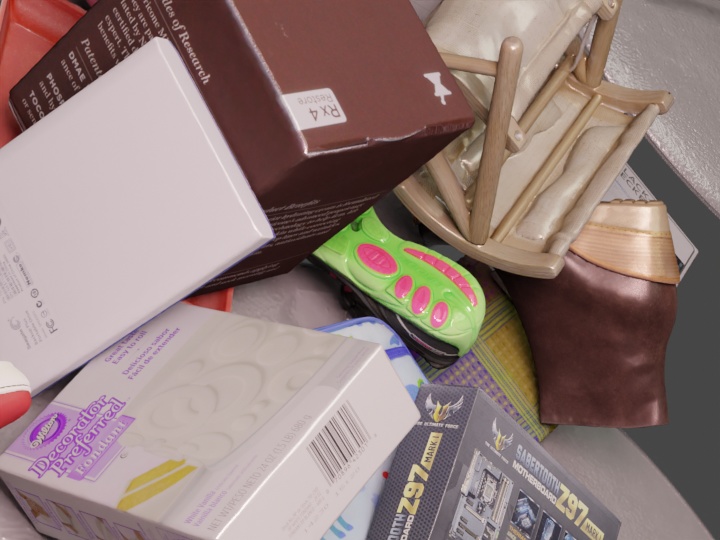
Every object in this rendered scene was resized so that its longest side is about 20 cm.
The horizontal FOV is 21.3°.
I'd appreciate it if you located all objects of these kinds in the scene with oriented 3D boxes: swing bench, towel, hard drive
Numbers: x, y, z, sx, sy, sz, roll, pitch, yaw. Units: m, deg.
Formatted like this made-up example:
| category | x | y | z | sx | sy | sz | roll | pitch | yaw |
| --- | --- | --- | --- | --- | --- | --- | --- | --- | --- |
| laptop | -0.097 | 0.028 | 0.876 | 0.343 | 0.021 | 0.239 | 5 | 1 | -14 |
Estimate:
| category | x | y | z | sx | sy | sz | roll | pitch | yaw |
| --- | --- | --- | --- | --- | --- | --- | --- | --- | --- |
| swing bench | 0.110 | -0.137 | 1.313 | 0.199 | 0.130 | 0.200 | -52 | 143 | -36 |
| towel | 0.080 | 0.077 | 1.400 | 0.144 | 0.023 | 0.200 | 53 | 39 | 0 |
| hard drive | -0.160 | -0.024 | 1.099 | 0.132 | 0.200 | 0.025 | 61 | 19 | 12 |

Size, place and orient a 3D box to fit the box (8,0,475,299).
| category | x | y | z | sx | sy | sz | roll | pitch | yaw |
| --- | --- | --- | --- | --- | --- | --- | --- | --- | --- |
| box | -0.076 | -0.100 | 1.183 | 0.166 | 0.200 | 0.164 | -14 | 71 | -50 |

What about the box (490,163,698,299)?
| category | x | y | z | sx | sy | sz | roll | pitch | yaw |
| --- | --- | --- | --- | --- | --- | --- | --- | --- | --- |
| box | 0.190 | -0.007 | 1.524 | 0.117 | 0.060 | 0.200 | 51 | 32 | -2 |

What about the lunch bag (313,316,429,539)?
| category | x | y | z | sx | sy | sz | roll | pitch | yaw |
| --- | --- | --- | --- | --- | --- | --- | --- | --- | --- |
| lunch bag | -0.026 | 0.116 | 1.219 | 0.200 | 0.082 | 0.161 | -10 | 66 | -49 |

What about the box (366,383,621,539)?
| category | x | y | z | sx | sy | sz | roll | pitch | yaw |
| --- | --- | --- | --- | --- | --- | --- | --- | --- | --- |
| box | 0.082 | 0.185 | 1.209 | 0.200 | 0.051 | 0.158 | 43 | 59 | -43 |

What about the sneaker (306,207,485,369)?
| category | x | y | z | sx | sy | sz | roll | pitch | yaw |
| --- | --- | --- | --- | --- | --- | --- | --- | --- | --- |
| sneaker | 0.000 | 0.000 | 1.327 | 0.077 | 0.084 | 0.200 | -30 | 57 | -29 |

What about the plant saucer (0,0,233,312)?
| category | x | y | z | sx | sy | sz | roll | pitch | yaw |
| --- | --- | --- | --- | --- | --- | --- | --- | --- | --- |
| plant saucer | -0.168 | -0.074 | 1.259 | 0.200 | 0.037 | 0.200 | 29 | 44 | -28 |

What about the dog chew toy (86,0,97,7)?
| category | x | y | z | sx | sy | sz | roll | pitch | yaw |
| --- | --- | --- | --- | --- | --- | --- | --- | --- | --- |
| dog chew toy | -0.137 | -0.213 | 1.300 | 0.200 | 0.125 | 0.125 | 13 | 53 | -39 |

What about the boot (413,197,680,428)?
| category | x | y | z | sx | sy | sz | roll | pitch | yaw |
| --- | --- | --- | --- | --- | --- | --- | --- | --- | --- |
| boot | 0.131 | 0.029 | 1.391 | 0.072 | 0.200 | 0.167 | -12 | 104 | -69 |

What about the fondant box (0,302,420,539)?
| category | x | y | z | sx | sy | sz | roll | pitch | yaw |
| --- | --- | --- | --- | --- | --- | --- | --- | --- | --- |
| fondant box | -0.087 | 0.094 | 1.048 | 0.144 | 0.200 | 0.058 | -48 | 126 | -28 |

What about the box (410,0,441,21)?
| category | x | y | z | sx | sy | sz | roll | pitch | yaw |
| --- | --- | --- | --- | --- | --- | --- | --- | --- | --- |
| box | 0.000 | -0.269 | 1.463 | 0.199 | 0.131 | 0.200 | 30 | 46 | -6 |

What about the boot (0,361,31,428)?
| category | x | y | z | sx | sy | sz | roll | pitch | yaw |
| --- | --- | --- | --- | --- | --- | --- | --- | --- | --- |
| boot | -0.234 | 0.138 | 1.007 | 0.200 | 0.072 | 0.144 | -26 | 81 | -43 |
